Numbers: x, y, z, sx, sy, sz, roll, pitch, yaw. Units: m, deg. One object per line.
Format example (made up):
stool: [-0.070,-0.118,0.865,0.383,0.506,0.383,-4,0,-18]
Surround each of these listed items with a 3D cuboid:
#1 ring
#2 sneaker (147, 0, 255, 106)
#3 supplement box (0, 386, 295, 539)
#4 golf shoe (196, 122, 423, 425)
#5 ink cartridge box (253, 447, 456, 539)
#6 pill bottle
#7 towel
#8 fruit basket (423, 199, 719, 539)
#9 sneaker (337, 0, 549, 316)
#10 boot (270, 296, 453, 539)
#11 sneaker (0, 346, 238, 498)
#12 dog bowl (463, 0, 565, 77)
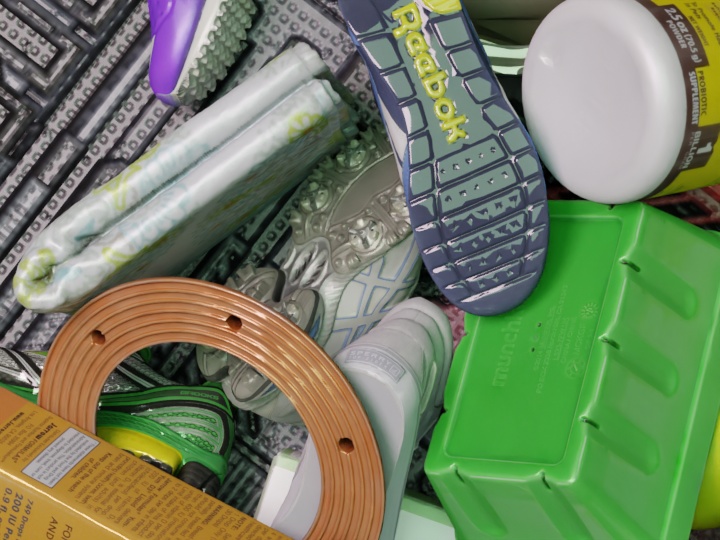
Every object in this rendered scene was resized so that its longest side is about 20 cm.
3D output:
ring: [-0.076,0.093,1.311,0.200,0.019,0.201,11,118,21]
sneaker: [-0.105,-0.192,1.422,0.099,0.070,0.200,12,84,10]
supplement box: [-0.125,0.139,1.307,0.200,0.069,0.067,25,121,12]
golf shoe: [0.000,0.000,1.402,0.200,0.097,0.078,-47,49,1]
ink cartridge box: [-0.009,0.215,1.404,0.145,0.048,0.200,19,90,3]
pill bottle: [0.188,-0.101,1.340,0.200,0.109,0.109,-13,86,-40]
towel: [-0.090,-0.044,1.358,0.200,0.171,0.048,-37,85,1]
fruit basket: [0.145,0.076,1.368,0.155,0.216,0.216,2,87,34]
sneaker: [0.048,-0.074,1.324,0.074,0.082,0.200,-17,85,2]
boot: [0.004,0.110,1.350,0.074,0.096,0.200,27,123,13]
sneaker: [-0.162,0.076,1.415,0.200,0.078,0.085,18,52,10]
dog bowl: [0.083,-0.202,1.407,0.200,0.074,0.200,0,88,2]
